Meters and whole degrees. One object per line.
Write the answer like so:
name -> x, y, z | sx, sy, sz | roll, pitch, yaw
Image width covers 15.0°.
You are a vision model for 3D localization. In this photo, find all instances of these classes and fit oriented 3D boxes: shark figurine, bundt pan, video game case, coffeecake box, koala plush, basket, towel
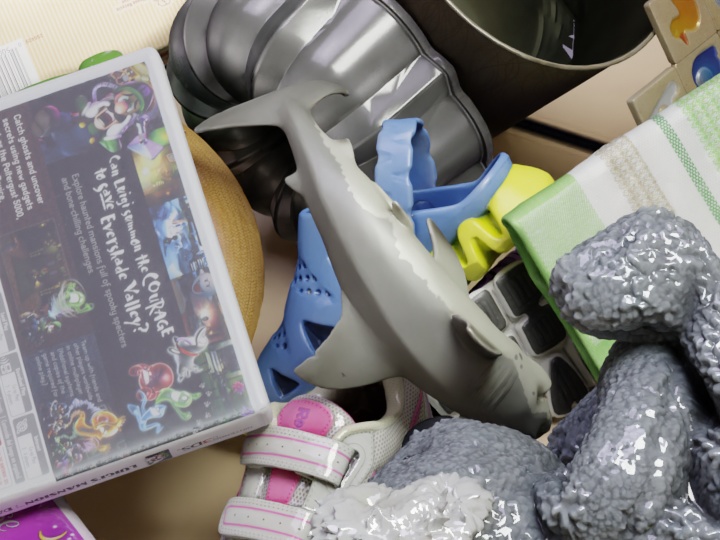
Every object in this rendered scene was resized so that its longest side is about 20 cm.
shark figurine -> -0.004, 0.004, 1.227 | 0.089, 0.215, 0.128 | -39, -6, 8
bundt pan -> -0.024, -0.077, 1.423 | 0.076, 0.202, 0.201 | -45, 42, -20
video game case -> -0.153, 0.010, 1.267 | 0.181, 0.023, 0.201 | -19, 64, 0
coffeecake box -> -0.186, -0.128, 1.578 | 0.153, 0.073, 0.200 | -24, 2, -13
koala plush -> 0.076, 0.108, 1.136 | 0.199, 0.178, 0.184 | -18, 57, -10
basket -> 0.060, -0.149, 1.419 | 0.136, 0.181, 0.200 | -29, -8, -20
towel -> 0.179, -0.011, 1.307 | 0.199, 0.150, 0.031 | -31, -2, -20

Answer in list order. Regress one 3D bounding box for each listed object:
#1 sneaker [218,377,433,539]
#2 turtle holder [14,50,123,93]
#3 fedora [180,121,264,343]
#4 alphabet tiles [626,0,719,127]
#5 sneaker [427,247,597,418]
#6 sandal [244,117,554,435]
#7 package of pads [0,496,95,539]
sneaker -> -0.028, 0.106, 1.246 | 0.081, 0.089, 0.200 | 6, 39, 27
turtle holder -> -0.161, -0.026, 1.435 | 0.185, 0.141, 0.132 | 0, 40, -47
fedora -> -0.136, 0.014, 1.324 | 0.199, 0.082, 0.202 | -2, 64, 5
alphabet tiles -> 0.216, -0.091, 1.371 | 0.200, 0.167, 0.006 | -38, 22, -31
sneaker -> 0.097, 0.013, 1.365 | 0.200, 0.081, 0.083 | -36, 18, -32
sandal -> 0.000, 0.000, 1.334 | 0.200, 0.087, 0.080 | -45, 3, 13
package of pads -> -0.183, 0.144, 1.265 | 0.120, 0.076, 0.200 | -27, 35, -15
